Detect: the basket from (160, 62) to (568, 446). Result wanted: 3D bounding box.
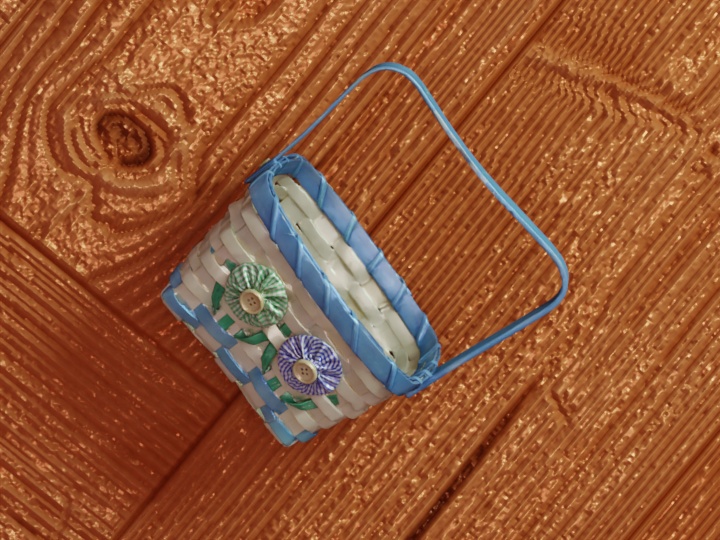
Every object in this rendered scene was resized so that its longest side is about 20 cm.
[{"bbox_3d":[0.000,0.000,1.294,0.200,0.139,0.176,-39,94,11],"label":"basket"}]
